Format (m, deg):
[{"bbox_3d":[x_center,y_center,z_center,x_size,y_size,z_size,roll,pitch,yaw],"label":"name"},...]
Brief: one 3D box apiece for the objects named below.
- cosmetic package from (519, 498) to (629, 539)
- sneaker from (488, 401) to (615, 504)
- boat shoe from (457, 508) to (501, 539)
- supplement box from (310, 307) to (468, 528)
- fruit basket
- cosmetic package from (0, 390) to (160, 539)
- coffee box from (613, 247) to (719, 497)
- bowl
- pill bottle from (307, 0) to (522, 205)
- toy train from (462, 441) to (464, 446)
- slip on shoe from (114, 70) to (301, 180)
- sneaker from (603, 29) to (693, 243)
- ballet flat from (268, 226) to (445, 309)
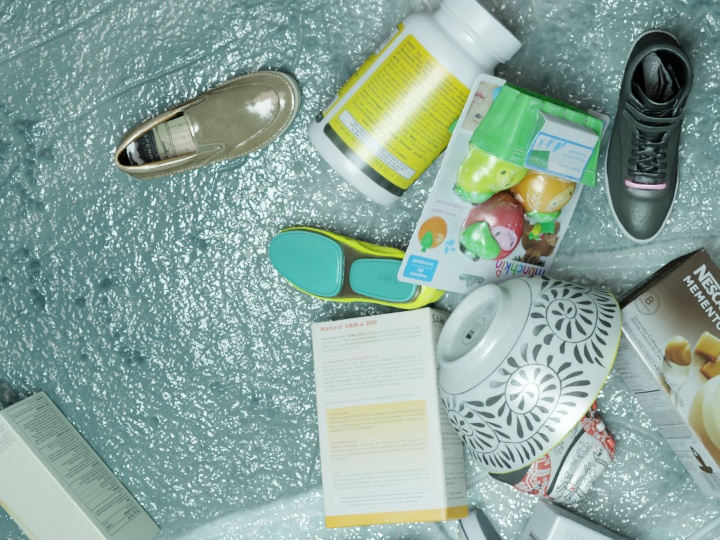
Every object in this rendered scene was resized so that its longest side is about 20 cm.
[{"bbox_3d":[0.242,0.305,1.243,0.200,0.071,0.102,26,90,-9],"label":"cosmetic package"},{"bbox_3d":[0.202,0.124,1.273,0.108,0.067,0.202,25,79,-21],"label":"sneaker"},{"bbox_3d":[0.131,0.336,1.309,0.070,0.071,0.200,-24,98,11],"label":"boat shoe"},{"bbox_3d":[0.028,0.143,1.272,0.126,0.074,0.201,-7,80,22],"label":"supplement box"},{"bbox_3d":[0.140,-0.066,1.213,0.094,0.185,0.200,27,102,50],"label":"fruit basket"},{"bbox_3d":[-0.312,0.231,1.372,0.071,0.105,0.200,-42,85,15],"label":"cosmetic package"},{"bbox_3d":[0.318,0.095,1.214,0.114,0.080,0.200,-34,89,-12],"label":"coffee box"},{"bbox_3d":[0.131,0.073,1.190,0.094,0.201,0.201,35,104,-20],"label":"bowl"},{"bbox_3d":[0.054,-0.167,1.240,0.112,0.112,0.200,45,104,4],"label":"pill bottle"},{"bbox_3d":[0.073,0.182,1.312,0.200,0.046,0.034,-43,87,13],"label":"toy train"},{"bbox_3d":[-0.155,-0.143,1.314,0.200,0.061,0.076,-16,93,13],"label":"slip on shoe"},{"bbox_3d":[0.262,-0.121,1.208,0.071,0.099,0.201,5,99,10],"label":"sneaker"},{"bbox_3d":[0.000,0.000,1.289,0.200,0.067,0.067,13,100,39],"label":"ballet flat"}]
